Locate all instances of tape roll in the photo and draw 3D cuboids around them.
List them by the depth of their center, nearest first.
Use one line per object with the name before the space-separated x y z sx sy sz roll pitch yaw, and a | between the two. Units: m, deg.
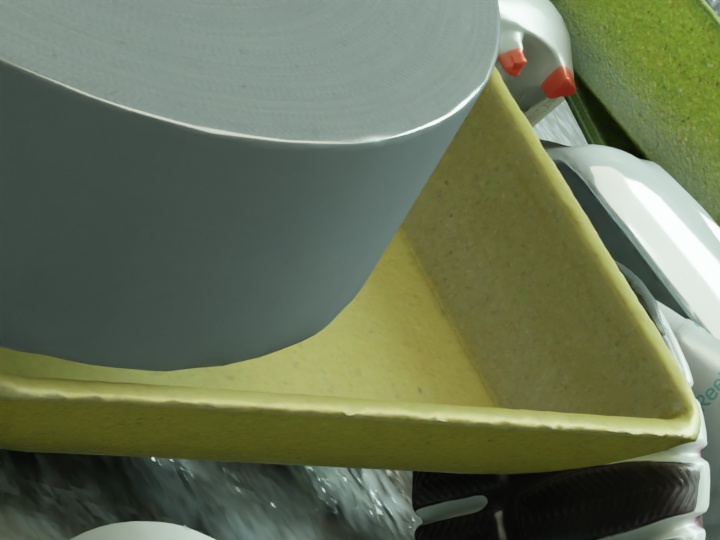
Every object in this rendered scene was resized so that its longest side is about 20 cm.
tape roll | -0.071 -0.070 0.618 0.199 0.066 0.201 22 32 -15

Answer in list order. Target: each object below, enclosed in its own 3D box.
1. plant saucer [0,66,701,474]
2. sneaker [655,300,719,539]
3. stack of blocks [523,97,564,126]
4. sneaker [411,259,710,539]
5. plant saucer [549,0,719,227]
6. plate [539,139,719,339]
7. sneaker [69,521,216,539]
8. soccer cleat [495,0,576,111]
plant saucer | -0.041 -0.020 0.681 0.199 0.049 0.200 6 39 -34
sneaker | 0.076 0.055 0.829 0.080 0.070 0.200 41 -24 1
stack of blocks | 0.005 -0.138 1.166 0.200 0.115 0.059 54 12 14
sneaker | 0.064 0.104 0.734 0.116 0.075 0.201 47 39 -67
plant saucer | 0.130 -0.036 1.035 0.200 0.048 0.200 53 0 28
plate | 0.126 0.026 0.976 0.200 0.032 0.200 51 -1 -6
sneaker | 0.015 0.141 0.530 0.200 0.074 0.116 35 20 -25
soccer cleat | 0.005 -0.108 0.920 0.200 0.069 0.078 33 29 -52
